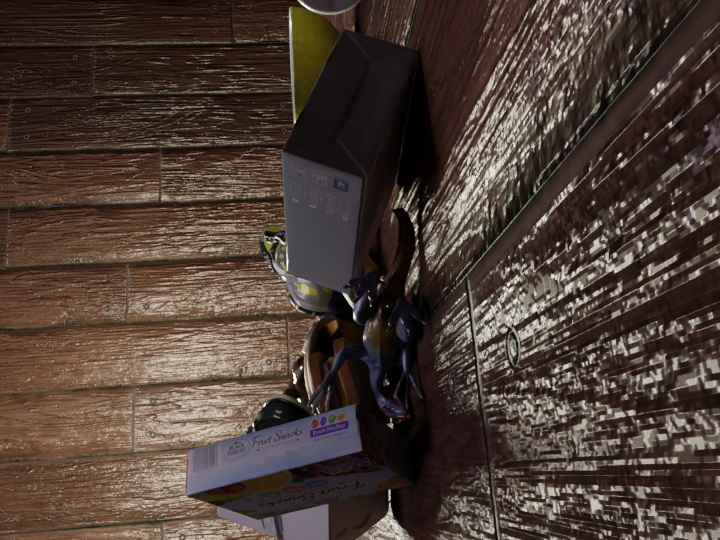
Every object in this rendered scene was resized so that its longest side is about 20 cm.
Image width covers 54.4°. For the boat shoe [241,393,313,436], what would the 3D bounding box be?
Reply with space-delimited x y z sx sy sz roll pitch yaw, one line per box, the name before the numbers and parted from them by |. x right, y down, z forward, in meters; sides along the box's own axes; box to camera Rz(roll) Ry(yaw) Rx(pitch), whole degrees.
boat shoe | -0.104 0.207 0.840 0.063 0.073 0.202 -56 2 -36

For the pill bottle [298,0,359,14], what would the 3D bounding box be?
pill bottle | -0.050 -0.437 0.964 0.201 0.113 0.115 -101 11 -54

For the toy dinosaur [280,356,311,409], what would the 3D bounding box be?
toy dinosaur | -0.052 0.160 0.924 0.201 0.085 0.136 63 -145 -39

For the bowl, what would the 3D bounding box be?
bowl | -0.060 -0.324 1.142 0.200 0.106 0.202 178 90 -85

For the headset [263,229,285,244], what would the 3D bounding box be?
headset | -0.075 -0.125 1.061 0.094 0.123 0.201 -1 55 54

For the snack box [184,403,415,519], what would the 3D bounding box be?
snack box | -0.060 0.206 0.733 0.142 0.198 0.053 46 -149 -53

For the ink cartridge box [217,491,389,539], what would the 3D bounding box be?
ink cartridge box | -0.078 0.297 0.962 0.144 0.198 0.085 -16 -73 -55

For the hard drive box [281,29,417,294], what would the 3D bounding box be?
hard drive box | -0.012 -0.096 0.678 0.201 0.076 0.157 97 -168 -59

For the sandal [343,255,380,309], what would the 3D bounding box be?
sandal | 0.000 0.000 0.959 0.081 0.054 0.200 55 -167 -8

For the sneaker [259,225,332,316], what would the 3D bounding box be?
sneaker | -0.093 -0.015 1.101 0.200 0.075 0.077 50 119 38

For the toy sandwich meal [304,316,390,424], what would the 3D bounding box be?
toy sandwich meal | -0.001 0.138 0.861 0.205 0.070 0.206 50 -152 -39

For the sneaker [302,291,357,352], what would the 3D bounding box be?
sneaker | -0.020 0.077 1.080 0.202 0.076 0.148 13 84 61

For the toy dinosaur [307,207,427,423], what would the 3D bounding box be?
toy dinosaur | 0.037 0.075 0.718 0.201 0.104 0.182 -59 -19 -22
